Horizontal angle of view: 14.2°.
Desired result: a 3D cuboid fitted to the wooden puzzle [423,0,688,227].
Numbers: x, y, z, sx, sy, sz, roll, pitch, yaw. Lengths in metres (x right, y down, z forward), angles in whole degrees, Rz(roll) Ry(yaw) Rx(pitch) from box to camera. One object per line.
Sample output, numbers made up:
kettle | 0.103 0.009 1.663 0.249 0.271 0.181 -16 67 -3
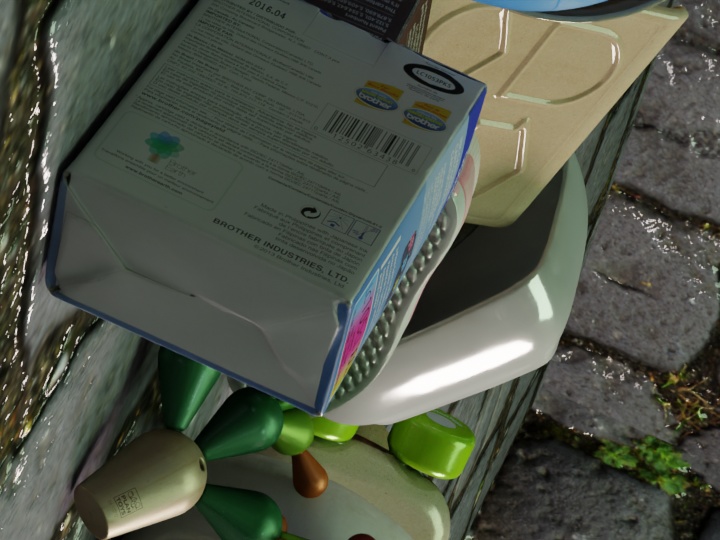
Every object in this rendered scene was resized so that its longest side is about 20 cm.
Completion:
wooden puzzle | 0.060 -0.104 1.623 0.199 0.046 0.185 4 139 -39

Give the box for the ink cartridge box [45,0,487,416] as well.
ink cartridge box | -0.033 -0.047 1.270 0.200 0.136 0.077 -58 170 -45

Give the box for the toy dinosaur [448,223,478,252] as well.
toy dinosaur | 0.000 0.000 1.761 0.200 0.048 0.088 -35 -154 -16

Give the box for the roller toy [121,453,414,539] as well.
roller toy | -0.060 0.204 1.634 0.200 0.182 0.140 -33 -153 59

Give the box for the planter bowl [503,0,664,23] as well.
planter bowl | 0.096 -0.227 1.491 0.135 0.200 0.201 -158 -89 -80

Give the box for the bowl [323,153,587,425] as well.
bowl | 0.056 0.015 1.800 0.199 0.075 0.200 -23 -154 23

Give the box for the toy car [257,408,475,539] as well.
toy car | -0.033 0.130 1.932 0.165 0.157 0.200 -64 -159 13

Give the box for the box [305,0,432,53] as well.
box | -0.036 -0.063 1.443 0.100 0.075 0.201 100 13 -60

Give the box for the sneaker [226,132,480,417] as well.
sneaker | 0.003 -0.008 1.561 0.200 0.075 0.105 -53 -171 35

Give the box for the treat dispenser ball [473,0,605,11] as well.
treat dispenser ball | 0.082 -0.219 1.313 0.201 0.200 0.202 23 90 -82

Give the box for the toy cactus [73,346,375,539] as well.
toy cactus | -0.067 0.093 1.492 0.165 0.102 0.201 -29 118 -29
